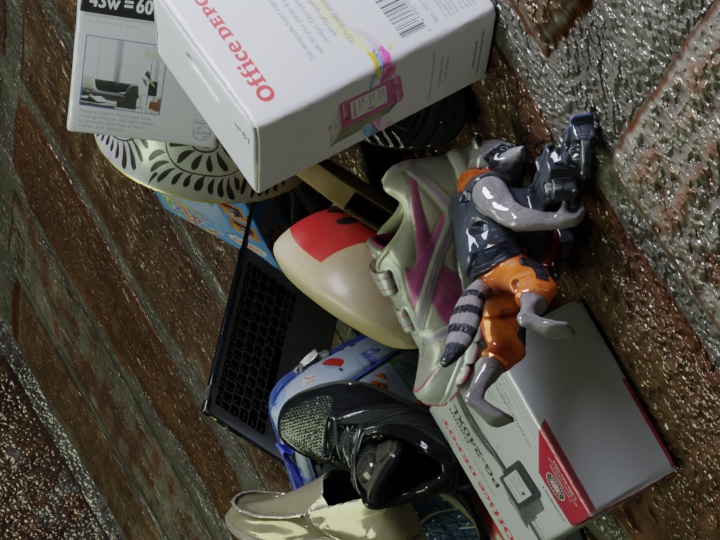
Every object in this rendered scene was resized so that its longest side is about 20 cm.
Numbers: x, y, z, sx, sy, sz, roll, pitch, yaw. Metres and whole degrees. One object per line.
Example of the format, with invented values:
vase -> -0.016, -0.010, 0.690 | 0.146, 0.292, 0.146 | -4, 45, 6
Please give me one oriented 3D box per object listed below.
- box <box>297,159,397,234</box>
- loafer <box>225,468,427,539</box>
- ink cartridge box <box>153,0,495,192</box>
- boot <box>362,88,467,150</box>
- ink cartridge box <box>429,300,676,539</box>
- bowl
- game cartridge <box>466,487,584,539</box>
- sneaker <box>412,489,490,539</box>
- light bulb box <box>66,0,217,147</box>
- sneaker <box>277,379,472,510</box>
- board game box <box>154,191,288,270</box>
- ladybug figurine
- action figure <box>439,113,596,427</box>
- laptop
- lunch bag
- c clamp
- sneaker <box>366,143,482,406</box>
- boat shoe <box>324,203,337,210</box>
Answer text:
box -> -0.004, -0.060, 1.723 | 0.163, 0.021, 0.200 | 30, -175, -39
loafer -> -0.030, 0.204, 1.837 | 0.199, 0.075, 0.069 | 2, 101, 32
ink cartridge box -> -0.028, -0.168, 1.503 | 0.145, 0.199, 0.085 | 54, 159, 24
boot -> -0.002, -0.134, 1.663 | 0.168, 0.198, 0.077 | 8, -89, -78
ink cartridge box -> 0.142, 0.127, 1.631 | 0.146, 0.083, 0.200 | 60, 161, 9
bowl -> -0.126, -0.152, 1.839 | 0.201, 0.199, 0.095 | 47, 139, 38
game cartridge -> 0.136, 0.200, 1.823 | 0.201, 0.041, 0.133 | 64, 158, -4
sneaker -> 0.073, 0.225, 1.908 | 0.200, 0.076, 0.086 | 58, -163, -54
light bulb box -> -0.161, -0.238, 1.694 | 0.199, 0.124, 0.201 | -95, 14, -53
sneaker -> 0.001, 0.142, 1.764 | 0.198, 0.114, 0.077 | 14, 103, 30
board game box -> -0.149, -0.085, 2.036 | 0.151, 0.037, 0.200 | 28, 163, 23
ladybug figurine -> 0.000, 0.000, 1.722 | 0.135, 0.072, 0.200 | 29, -175, -25
action figure -> 0.102, -0.022, 1.471 | 0.201, 0.104, 0.195 | 100, 170, -51
laptop -> -0.071, 0.048, 1.945 | 0.200, 0.188, 0.115 | 36, 138, -30
lunch bag -> 0.000, 0.156, 1.928 | 0.075, 0.160, 0.201 | 32, 145, 54
c clamp -> -0.033, -0.028, 1.975 | 0.201, 0.027, 0.171 | 57, 162, 14
sneaker -> 0.047, 0.003, 1.605 | 0.081, 0.087, 0.202 | -108, 20, -79
boat shoe -> 0.017, 0.015, 1.840 | 0.201, 0.066, 0.072 | 49, 157, 36
